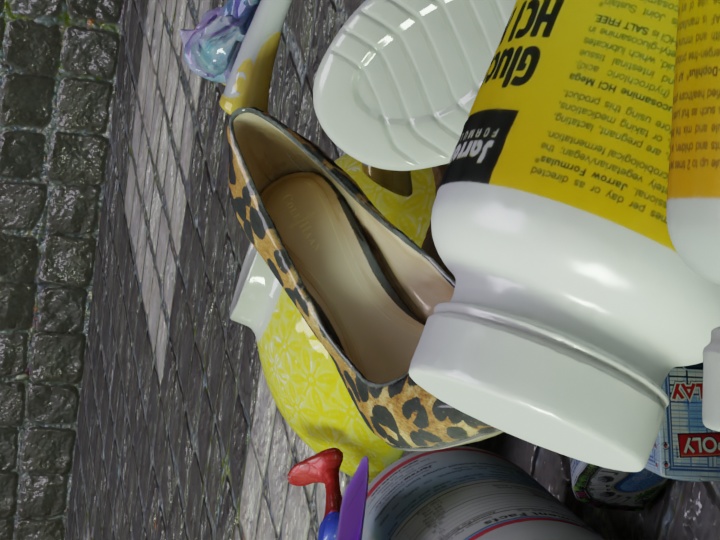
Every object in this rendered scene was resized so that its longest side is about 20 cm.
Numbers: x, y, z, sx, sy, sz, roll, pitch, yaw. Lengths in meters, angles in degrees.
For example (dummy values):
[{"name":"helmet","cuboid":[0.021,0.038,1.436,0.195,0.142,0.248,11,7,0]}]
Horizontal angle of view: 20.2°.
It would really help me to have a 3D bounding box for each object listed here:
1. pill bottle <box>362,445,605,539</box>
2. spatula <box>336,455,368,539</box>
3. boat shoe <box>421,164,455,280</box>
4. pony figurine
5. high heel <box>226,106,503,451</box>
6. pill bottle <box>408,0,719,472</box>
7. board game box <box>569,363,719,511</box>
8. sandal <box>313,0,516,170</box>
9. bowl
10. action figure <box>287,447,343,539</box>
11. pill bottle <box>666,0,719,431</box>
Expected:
[{"name":"pill bottle","cuboid":[0.064,0.151,0.876,0.200,0.108,0.110,-143,57,-73]},{"name":"spatula","cuboid":[0.005,0.173,0.843,0.057,0.020,0.201,114,151,-55]},{"name":"boat shoe","cuboid":[0.073,-0.022,0.985,0.071,0.064,0.201,-21,55,36]},{"name":"pony figurine","cuboid":[-0.008,-0.164,0.948,0.166,0.192,0.201,-5,-56,-62]},{"name":"high heel","cuboid":[0.000,0.000,0.867,0.143,0.071,0.200,57,170,-19]},{"name":"pill bottle","cuboid":[0.091,-0.041,0.679,0.201,0.112,0.112,-67,11,-10]},{"name":"board game box","cuboid":[0.114,0.011,0.803,0.200,0.061,0.201,116,155,-57]},{"name":"sandal","cuboid":[0.068,-0.113,0.865,0.202,0.083,0.050,-37,-3,23]},{"name":"bowl","cuboid":[-0.009,0.006,1.106,0.200,0.107,0.202,-160,90,-83]},{"name":"action figure","cuboid":[-0.023,0.195,0.994,0.099,0.065,0.201,-39,34,24]},{"name":"pill bottle","cuboid":[0.146,-0.052,0.581,0.113,0.112,0.202,-176,89,-76]}]
